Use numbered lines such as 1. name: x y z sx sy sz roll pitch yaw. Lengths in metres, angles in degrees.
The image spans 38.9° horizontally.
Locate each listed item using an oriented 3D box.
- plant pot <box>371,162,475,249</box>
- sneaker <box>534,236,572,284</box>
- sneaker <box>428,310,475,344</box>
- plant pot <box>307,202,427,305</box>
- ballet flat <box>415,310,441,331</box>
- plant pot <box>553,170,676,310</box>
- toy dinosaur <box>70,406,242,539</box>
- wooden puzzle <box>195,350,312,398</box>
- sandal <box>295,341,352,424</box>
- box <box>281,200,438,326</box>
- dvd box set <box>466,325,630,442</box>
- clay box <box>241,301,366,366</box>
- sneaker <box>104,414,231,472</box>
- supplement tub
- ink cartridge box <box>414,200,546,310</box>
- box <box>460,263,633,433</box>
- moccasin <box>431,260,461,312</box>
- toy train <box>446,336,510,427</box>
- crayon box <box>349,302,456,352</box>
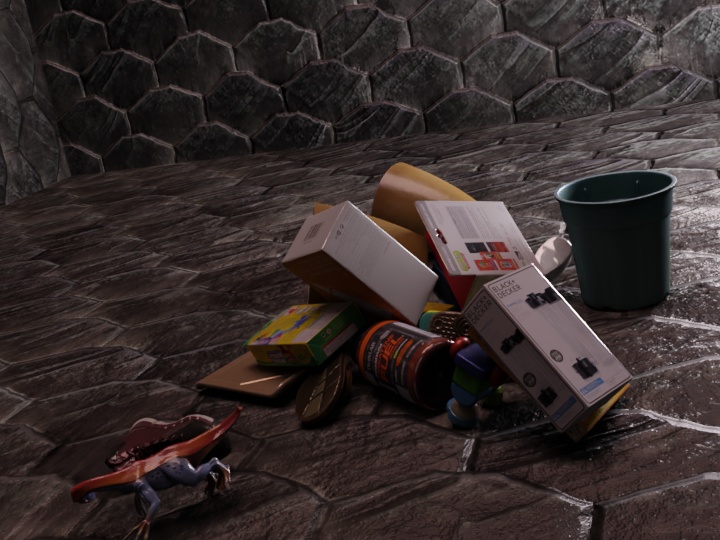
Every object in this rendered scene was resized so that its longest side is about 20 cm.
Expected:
1. plant pot: 0.154 -0.119 2.171 0.200 0.187 0.186 16 29 30
2. sneaker: 0.294 0.028 1.796 0.200 0.089 0.075 -34 62 -7
3. sneaker: 0.200 0.112 1.532 0.199 0.071 0.076 19 5 15
4. plant pot: 0.012 -0.019 1.758 0.199 0.187 0.186 3 16 -4
5. ballet flat: 0.179 0.100 1.598 0.199 0.067 0.067 8 -21 -2
6. plant pot: 0.438 -0.049 1.719 0.199 0.197 0.200 -10 18 3
7. toy dinosaur: -0.264 0.252 1.279 0.181 0.201 0.105 16 -12 -25
8. wooden puzzle: -0.144 0.164 1.676 0.200 0.037 0.185 -2 19 40
9. sandal: -0.046 0.169 1.548 0.082 0.055 0.200 -29 21 18
10. box: 0.000 0.000 1.588 0.124 0.200 0.098 -18 39 55
11. dvd box set: 0.251 0.117 1.350 0.146 0.200 0.029 -31 -18 -48
12. clay box: -0.095 0.102 1.619 0.115 0.048 0.200 -40 18 -32
13. sneaker: -0.275 0.258 1.399 0.200 0.076 0.115 -10 18 40
14. supplement tub: 0.065 0.134 1.514 0.107 0.107 0.200 -20 19 -29
15. ink cartridge box: 0.186 -0.027 1.712 0.175 0.084 0.200 1 40 -20
16. box: 0.235 0.094 1.290 0.116 0.060 0.200 -19 62 -43
17. moccasin: 0.185 0.058 1.736 0.080 0.068 0.200 -3 36 -25
18. toy train: 0.197 0.137 1.424 0.085 0.116 0.200 32 34 30
19. crayon box: 0.052 0.096 1.724 0.200 0.058 0.119 5 22 42
